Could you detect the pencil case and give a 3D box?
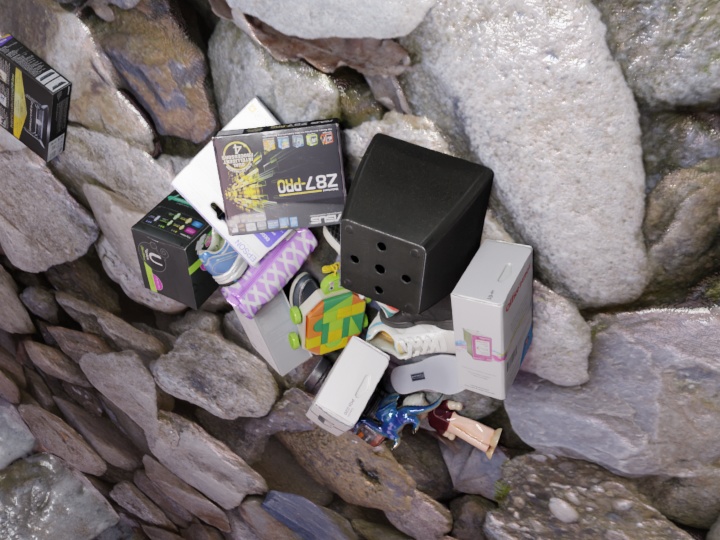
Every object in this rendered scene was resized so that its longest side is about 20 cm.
[{"bbox_3d":[-0.157,-0.008,1.278,0.084,0.201,0.085,39,167,-4],"label":"pencil case"}]

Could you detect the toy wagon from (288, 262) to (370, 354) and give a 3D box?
[{"bbox_3d":[-0.053,0.072,1.314,0.040,0.153,0.202,56,151,38],"label":"toy wagon"}]

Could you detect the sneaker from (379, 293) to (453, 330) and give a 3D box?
[{"bbox_3d":[0.116,0.047,1.242,0.197,0.060,0.105,3,129,27],"label":"sneaker"}]

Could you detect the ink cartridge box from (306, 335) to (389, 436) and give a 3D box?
[{"bbox_3d":[-0.027,0.218,1.342,0.084,0.147,0.200,31,161,0],"label":"ink cartridge box"}]

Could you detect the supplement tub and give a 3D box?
[{"bbox_3d":[-0.019,0.264,1.492,0.199,0.107,0.107,36,139,2],"label":"supplement tub"}]

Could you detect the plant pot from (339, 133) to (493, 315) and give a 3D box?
[{"bbox_3d":[0.067,-0.055,1.093,0.197,0.178,0.202,20,135,18],"label":"plant pot"}]

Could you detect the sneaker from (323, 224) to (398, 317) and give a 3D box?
[{"bbox_3d":[0.001,0.000,1.243,0.199,0.070,0.094,41,132,15],"label":"sneaker"}]

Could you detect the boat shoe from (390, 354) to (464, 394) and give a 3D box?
[{"bbox_3d":[0.143,0.190,1.344,0.199,0.065,0.075,-8,88,48],"label":"boat shoe"}]

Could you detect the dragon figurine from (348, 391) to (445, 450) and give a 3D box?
[{"bbox_3d":[0.065,0.272,1.388,0.200,0.059,0.100,-42,91,19],"label":"dragon figurine"}]

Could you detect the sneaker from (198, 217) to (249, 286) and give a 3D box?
[{"bbox_3d":[-0.204,-0.073,1.248,0.075,0.202,0.077,-2,143,46],"label":"sneaker"}]

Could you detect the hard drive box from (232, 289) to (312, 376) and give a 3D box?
[{"bbox_3d":[-0.191,0.083,1.425,0.155,0.076,0.202,33,149,53],"label":"hard drive box"}]

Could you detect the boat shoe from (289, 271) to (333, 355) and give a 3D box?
[{"bbox_3d":[-0.088,0.088,1.395,0.062,0.075,0.202,34,144,35],"label":"boat shoe"}]

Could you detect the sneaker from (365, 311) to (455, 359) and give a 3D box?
[{"bbox_3d":[0.104,0.124,1.299,0.198,0.081,0.077,4,127,31],"label":"sneaker"}]

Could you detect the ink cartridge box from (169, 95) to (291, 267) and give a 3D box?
[{"bbox_3d":[-0.176,-0.145,1.198,0.200,0.043,0.198,-42,101,6],"label":"ink cartridge box"}]

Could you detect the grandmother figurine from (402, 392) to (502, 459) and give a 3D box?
[{"bbox_3d":[0.175,0.296,1.423,0.198,0.061,0.123,21,127,14],"label":"grandmother figurine"}]

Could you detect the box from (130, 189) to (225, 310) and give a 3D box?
[{"bbox_3d":[-0.298,-0.060,1.324,0.123,0.201,0.150,19,136,19],"label":"box"}]

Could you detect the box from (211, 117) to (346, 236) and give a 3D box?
[{"bbox_3d":[-0.123,-0.147,1.145,0.197,0.049,0.163,-6,114,-1],"label":"box"}]

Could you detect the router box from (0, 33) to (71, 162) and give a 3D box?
[{"bbox_3d":[-0.659,-0.337,1.439,0.157,0.052,0.200,38,139,1],"label":"router box"}]

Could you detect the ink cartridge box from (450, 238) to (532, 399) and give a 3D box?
[{"bbox_3d":[0.210,0.074,1.132,0.084,0.145,0.202,14,134,26],"label":"ink cartridge box"}]
